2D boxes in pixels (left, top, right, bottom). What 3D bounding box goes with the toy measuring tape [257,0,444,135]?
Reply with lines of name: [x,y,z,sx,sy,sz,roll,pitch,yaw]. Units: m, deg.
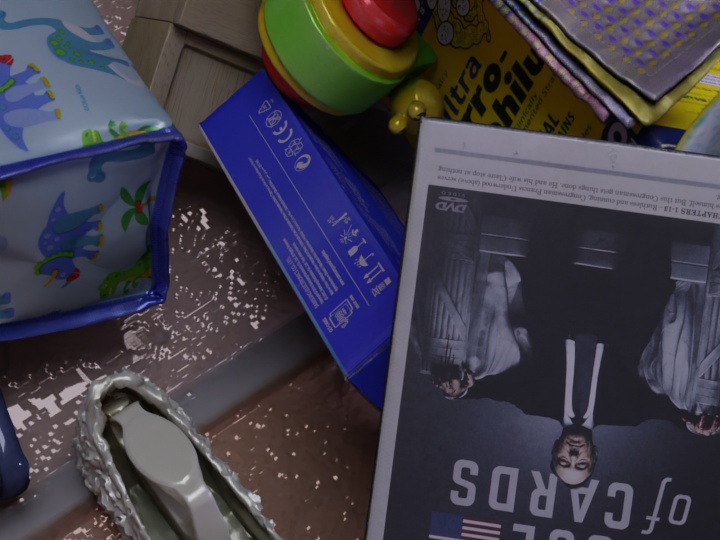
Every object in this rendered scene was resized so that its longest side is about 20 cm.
toy measuring tape: [-0.035,-0.132,1.002,0.200,0.073,0.074,47,59,-12]

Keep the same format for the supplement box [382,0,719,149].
supplement box: [0.104,-0.066,1.029,0.109,0.109,0.200,7,35,-33]

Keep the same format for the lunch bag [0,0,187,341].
lunch bag: [-0.199,-0.057,0.991,0.199,0.128,0.170,-14,47,-23]

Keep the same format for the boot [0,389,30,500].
boot: [-0.223,0.031,1.014,0.090,0.073,0.201,-17,65,-26]

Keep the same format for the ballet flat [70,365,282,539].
ballet flat: [-0.063,0.121,0.963,0.071,0.072,0.200,-30,65,-22]

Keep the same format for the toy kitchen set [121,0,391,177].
toy kitchen set: [-0.056,-0.147,1.150,0.162,0.180,0.202,20,88,-35]

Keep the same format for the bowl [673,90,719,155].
bowl: [0.218,-0.004,0.907,0.199,0.201,0.108,26,19,12]

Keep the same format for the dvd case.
dvd case: [0.082,0.051,0.866,0.149,0.025,0.202,8,94,7]

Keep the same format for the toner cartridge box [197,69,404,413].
toner cartridge box: [0.000,0.000,0.989,0.043,0.095,0.200,-39,40,6]

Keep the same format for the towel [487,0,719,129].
towel: [0.099,-0.161,0.958,0.143,0.023,0.200,-34,73,-22]
